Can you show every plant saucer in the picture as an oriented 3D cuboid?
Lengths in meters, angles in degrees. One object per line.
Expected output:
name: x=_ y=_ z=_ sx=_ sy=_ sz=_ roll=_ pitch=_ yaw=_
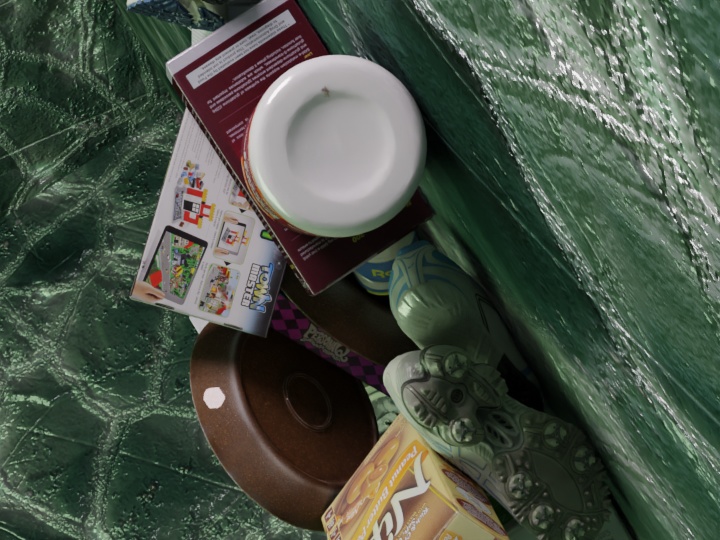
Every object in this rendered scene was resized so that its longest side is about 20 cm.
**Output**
plant saucer: x=-0.051 y=0.112 z=1.343 sx=0.200 sy=0.034 sz=0.201 roll=34 pitch=-143 yaw=-30
plant saucer: x=0.000 y=0.000 z=1.395 sx=0.200 sy=0.037 sz=0.201 roll=32 pitch=-155 yaw=-17

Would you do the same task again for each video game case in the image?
video game case: x=-0.033 y=0.011 z=1.416 sx=0.199 sy=0.036 sz=0.182 roll=31 pitch=-155 yaw=-21

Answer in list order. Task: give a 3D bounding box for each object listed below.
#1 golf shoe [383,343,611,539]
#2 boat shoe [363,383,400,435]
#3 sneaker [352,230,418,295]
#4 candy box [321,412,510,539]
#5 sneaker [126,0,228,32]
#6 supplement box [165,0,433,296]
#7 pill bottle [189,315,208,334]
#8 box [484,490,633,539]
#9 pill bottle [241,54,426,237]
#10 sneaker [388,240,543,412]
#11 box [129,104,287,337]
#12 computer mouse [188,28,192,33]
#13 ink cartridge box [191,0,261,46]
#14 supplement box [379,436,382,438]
golf shoe: x=0.097 y=0.122 z=1.187 sx=0.200 sy=0.078 sz=0.097 roll=45 pitch=166 yaw=-17
boat shoe: x=0.042 y=0.115 z=1.478 sx=0.199 sy=0.075 sz=0.063 roll=-28 pitch=97 yaw=42
sneaker: x=-0.019 y=-0.075 z=1.328 sx=0.200 sy=0.074 sz=0.082 roll=48 pitch=169 yaw=22
candy box: x=0.036 y=0.190 z=1.202 sx=0.055 sy=0.116 sz=0.200 roll=34 pitch=-171 yaw=-16
sneaker: x=-0.124 y=-0.235 z=1.245 sx=0.076 sy=0.086 sz=0.200 roll=13 pitch=173 yaw=-16
supplement box: x=-0.046 y=-0.093 z=1.223 sx=0.201 sy=0.108 sz=0.061 roll=58 pitch=174 yaw=-2
pill bottle: x=-0.062 y=0.017 z=1.576 sx=0.111 sy=0.199 sz=0.111 roll=55 pitch=176 yaw=6
box: x=0.123 y=0.263 z=1.334 sx=0.201 sy=0.198 sz=0.171 roll=60 pitch=175 yaw=-17
pill bottle: x=-0.023 y=-0.077 z=1.079 sx=0.110 sy=0.109 sz=0.200 roll=57 pitch=175 yaw=-5
sneaker: x=0.083 y=0.055 z=1.225 sx=0.073 sy=0.071 sz=0.200 roll=-90 pitch=-26 yaw=-46
box: x=-0.096 y=-0.059 z=1.266 sx=0.109 sy=0.202 sz=0.035 roll=17 pitch=177 yaw=-5
computer mouse: x=-0.162 y=-0.293 z=1.507 sx=0.110 sy=0.044 sz=0.201 roll=45 pitch=163 yaw=48
ink cartridge box: x=-0.106 y=-0.133 z=1.383 sx=0.162 sy=0.050 sz=0.202 roll=-135 pitch=42 yaw=-69
supplement box: x=0.077 y=0.246 z=1.576 sx=0.103 sy=0.130 sz=0.201 roll=43 pitch=-145 yaw=-35
